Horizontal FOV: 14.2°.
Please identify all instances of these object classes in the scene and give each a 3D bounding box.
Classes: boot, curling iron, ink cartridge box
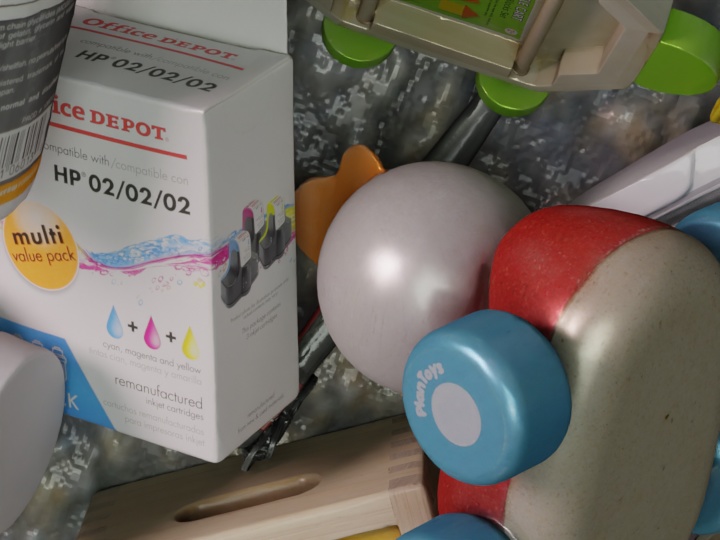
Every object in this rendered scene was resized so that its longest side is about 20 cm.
[{"bbox_3d":[0.187,-0.026,1.208,0.200,0.074,0.096,-25,97,7],"label":"boot"},{"bbox_3d":[0.000,0.000,1.241,0.026,0.050,0.200,33,99,-8],"label":"curling iron"},{"bbox_3d":[-0.090,-0.035,1.175,0.115,0.068,0.200,15,121,28],"label":"ink cartridge box"}]

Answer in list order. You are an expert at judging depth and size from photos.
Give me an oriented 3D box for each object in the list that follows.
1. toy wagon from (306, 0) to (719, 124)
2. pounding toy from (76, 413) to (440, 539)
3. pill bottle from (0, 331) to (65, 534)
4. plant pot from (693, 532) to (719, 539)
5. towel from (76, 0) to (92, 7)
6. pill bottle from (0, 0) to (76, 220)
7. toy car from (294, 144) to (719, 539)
[{"bbox_3d":[0.064,-0.107,1.151,0.200,0.155,0.040,18,72,-2],"label":"toy wagon"},{"bbox_3d":[-0.045,0.189,1.239,0.200,0.142,0.184,-14,104,5],"label":"pounding toy"},{"bbox_3d":[-0.228,0.041,1.191,0.200,0.111,0.111,19,106,17],"label":"pill bottle"},{"bbox_3d":[0.140,0.241,1.244,0.187,0.187,0.200,41,116,-9],"label":"plant pot"},{"bbox_3d":[-0.143,-0.183,1.196,0.192,0.035,0.200,10,106,-1],"label":"towel"},{"bbox_3d":[-0.158,-0.120,1.063,0.116,0.116,0.200,15,122,-2],"label":"pill bottle"},{"bbox_3d":[0.045,0.031,1.162,0.200,0.184,0.177,32,130,35],"label":"toy car"}]
